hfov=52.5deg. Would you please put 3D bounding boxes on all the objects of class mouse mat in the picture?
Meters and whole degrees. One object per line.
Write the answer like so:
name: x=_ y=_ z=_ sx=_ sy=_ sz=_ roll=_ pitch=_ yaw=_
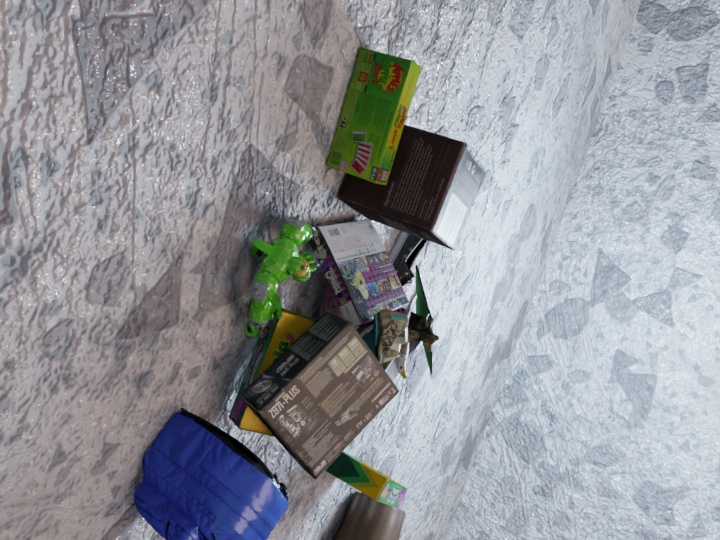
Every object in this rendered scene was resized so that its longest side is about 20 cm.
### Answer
mouse mat: x=0.141 y=0.107 z=1.620 sx=0.202 sy=0.007 sz=0.163 roll=-98 pitch=-176 yaw=-49

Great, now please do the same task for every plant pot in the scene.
plant pot: x=0.019 y=0.700 z=1.902 sx=0.201 sy=0.197 sz=0.201 roll=68 pitch=42 yaw=-57

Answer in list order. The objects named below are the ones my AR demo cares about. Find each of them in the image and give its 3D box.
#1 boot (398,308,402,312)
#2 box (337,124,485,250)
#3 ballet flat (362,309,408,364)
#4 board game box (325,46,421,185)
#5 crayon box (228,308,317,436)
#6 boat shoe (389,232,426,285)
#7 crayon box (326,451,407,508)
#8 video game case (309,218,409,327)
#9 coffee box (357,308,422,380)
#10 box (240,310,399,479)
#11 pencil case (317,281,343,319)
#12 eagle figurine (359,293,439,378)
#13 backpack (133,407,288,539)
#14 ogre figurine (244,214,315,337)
boot: x=0.039 y=0.027 z=1.498 sx=0.073 sy=0.089 sz=0.201 roll=-55 pitch=153 yaw=-26
box: x=0.097 y=-0.159 z=1.336 sx=0.167 sy=0.197 sz=0.166 roll=-68 pitch=156 yaw=-1
ballet flat: x=0.044 y=0.125 z=1.284 sx=0.201 sy=0.074 sz=0.069 roll=113 pitch=-25 yaw=-61
board game box: x=0.021 y=-0.256 z=1.216 sx=0.047 sy=0.100 sz=0.203 roll=-4 pitch=113 yaw=-64
crayon box: x=-0.107 y=0.182 z=1.241 sx=0.171 sy=0.058 sz=0.203 roll=21 pitch=90 yaw=-33
boat shoe: x=0.094 y=-0.004 z=1.619 sx=0.202 sy=0.065 sz=0.070 roll=-62 pitch=155 yaw=-15
crayon box: x=0.005 y=0.477 z=1.692 sx=0.059 sy=0.170 sz=0.200 roll=-62 pitch=155 yaw=-12
video game case: x=0.000 y=0.000 z=1.323 sx=0.199 sy=0.035 sz=0.184 roll=-16 pitch=79 yaw=-61
coffee box: x=0.044 y=0.171 z=1.600 sx=0.201 sy=0.112 sz=0.081 roll=-51 pitch=151 yaw=-36
box: x=-0.063 y=0.198 z=1.176 sx=0.200 sy=0.086 sz=0.165 roll=-44 pitch=118 yaw=-15
pencil case: x=-0.046 y=0.101 z=1.387 sx=0.087 sy=0.086 sz=0.204 roll=-2 pitch=110 yaw=-64
eagle figurine: x=0.055 y=0.148 z=1.453 sx=0.152 sy=0.196 sz=0.154 roll=-106 pitch=-172 yaw=-58
backpack: x=-0.214 y=0.336 z=1.079 sx=0.169 sy=0.197 sz=0.163 roll=-58 pitch=155 yaw=-22
ogre figurine: x=-0.126 y=-0.002 z=1.131 sx=0.200 sy=0.098 sz=0.120 roll=-44 pitch=167 yaw=-17
